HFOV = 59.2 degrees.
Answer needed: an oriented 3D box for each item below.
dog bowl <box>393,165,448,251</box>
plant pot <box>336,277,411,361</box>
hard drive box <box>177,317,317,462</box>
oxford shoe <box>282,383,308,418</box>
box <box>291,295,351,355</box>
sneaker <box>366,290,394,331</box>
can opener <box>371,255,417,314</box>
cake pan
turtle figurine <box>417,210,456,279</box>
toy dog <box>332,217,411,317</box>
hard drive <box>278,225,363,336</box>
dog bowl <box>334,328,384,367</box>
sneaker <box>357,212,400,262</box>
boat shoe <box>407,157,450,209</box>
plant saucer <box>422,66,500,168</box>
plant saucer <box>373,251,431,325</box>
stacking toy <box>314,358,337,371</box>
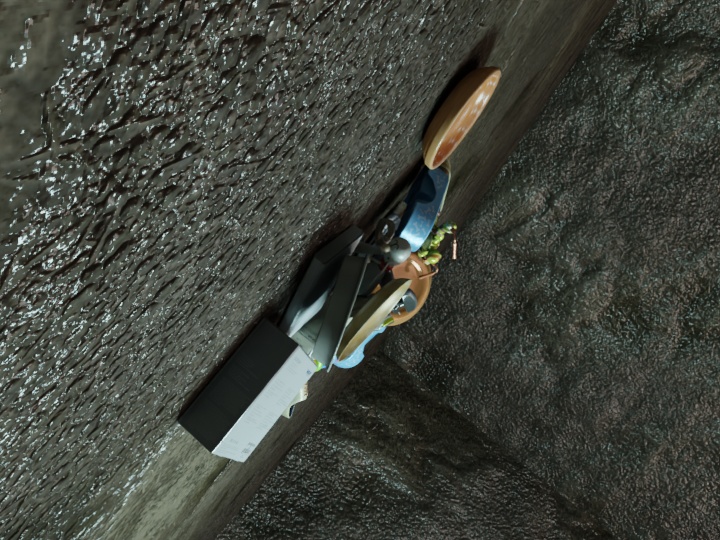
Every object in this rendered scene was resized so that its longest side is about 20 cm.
[{"bbox_3d":[0.117,-0.122,1.228,0.112,0.049,0.201,-50,-164,57],"label":"dog bowl"},{"bbox_3d":[0.018,0.085,1.161,0.200,0.027,0.200,-47,170,-11],"label":"plant pot"},{"bbox_3d":[-0.169,0.193,1.001,0.200,0.077,0.156,-50,161,-12],"label":"hard drive box"},{"bbox_3d":[-0.144,0.262,1.494,0.200,0.074,0.071,-57,170,25],"label":"oxford shoe"},{"bbox_3d":[-0.090,0.122,1.239,0.082,0.068,0.200,-56,170,24],"label":"box"},{"bbox_3d":[-0.012,0.087,1.358,0.199,0.085,0.074,-10,-176,41],"label":"sneaker"},{"bbox_3d":[0.067,0.028,1.296,0.066,0.053,0.200,-24,148,3],"label":"can opener"},{"bbox_3d":[-0.035,0.063,1.022,0.200,0.037,0.201,-161,-90,-88],"label":"cake pan"},{"bbox_3d":[0.143,-0.075,1.325,0.200,0.064,0.162,118,-28,-63],"label":"turtle figurine"},{"bbox_3d":[0.000,0.000,1.165,0.096,0.132,0.201,7,124,-34],"label":"toy dog"},{"bbox_3d":[-0.072,0.024,1.084,0.132,0.027,0.200,-42,166,-50],"label":"hard drive"},{"bbox_3d":[-0.017,0.145,1.559,0.200,0.111,0.050,-53,157,2],"label":"dog bowl"},{"bbox_3d":[0.034,-0.020,1.303,0.200,0.080,0.074,-52,173,3],"label":"sneaker"},{"bbox_3d":[0.160,-0.177,1.394,0.200,0.071,0.076,117,-2,-57],"label":"boat shoe"},{"bbox_3d":[0.168,-0.269,1.100,0.200,0.037,0.200,-51,172,-10],"label":"plant saucer"},{"bbox_3d":[0.079,0.030,1.409,0.200,0.200,0.037,-52,-149,-6],"label":"plant saucer"},{"bbox_3d":[-0.108,0.193,1.380,0.200,0.085,0.086,-31,158,-49],"label":"stacking toy"}]
